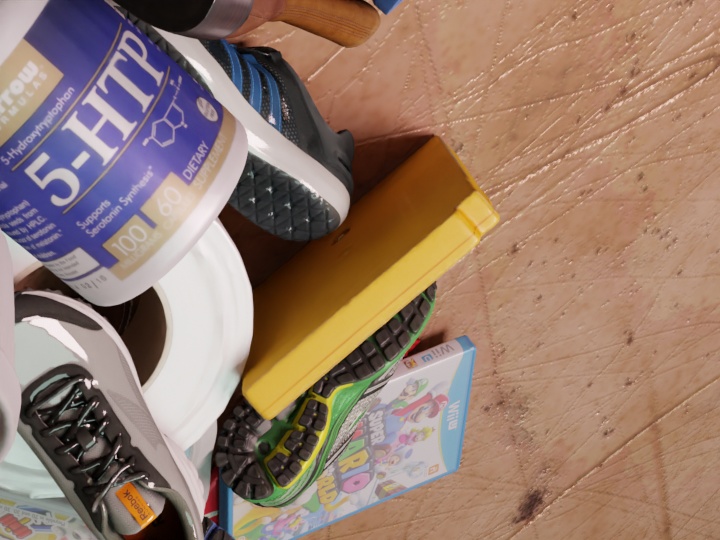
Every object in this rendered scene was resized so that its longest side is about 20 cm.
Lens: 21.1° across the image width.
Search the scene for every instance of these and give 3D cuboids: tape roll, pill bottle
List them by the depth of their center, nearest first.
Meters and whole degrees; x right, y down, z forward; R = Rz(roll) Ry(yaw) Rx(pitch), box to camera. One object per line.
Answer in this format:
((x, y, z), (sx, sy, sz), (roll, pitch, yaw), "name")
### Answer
((-0.163, -0.087, 0.937), (0.120, 0.120, 0.200), (-44, 114, 11), "pill bottle")
((-0.164, 0.024, 1.085), (0.201, 0.071, 0.204), (-8, 116, -17), "tape roll")

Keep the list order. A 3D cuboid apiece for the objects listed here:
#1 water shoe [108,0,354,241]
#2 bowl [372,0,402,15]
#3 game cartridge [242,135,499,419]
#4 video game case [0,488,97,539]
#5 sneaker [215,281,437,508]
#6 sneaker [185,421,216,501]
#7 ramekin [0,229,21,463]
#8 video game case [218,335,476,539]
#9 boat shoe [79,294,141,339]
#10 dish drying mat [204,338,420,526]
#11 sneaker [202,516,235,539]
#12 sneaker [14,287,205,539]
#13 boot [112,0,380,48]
((-0.080, -0.098, 1.089), (0.071, 0.079, 0.200), (-22, 128, 33), "water shoe")
((0.071, -0.217, 1.006), (0.201, 0.039, 0.201), (-45, -176, 4), "bowl")
((0.000, 0.000, 1.167), (0.176, 0.200, 0.032), (-40, 104, 6), "game cartridge")
((-0.238, 0.187, 1.205), (0.199, 0.023, 0.183), (14, 131, 0), "video game case")
((-0.022, 0.071, 1.295), (0.200, 0.078, 0.085), (-50, 163, -9), "sneaker")
((-0.142, 0.104, 1.246), (0.082, 0.074, 0.201), (-23, 141, -22), "sneaker")
((-0.254, 0.021, 0.903), (0.199, 0.106, 0.201), (0, 147, 0), "ramekin")
((-0.010, 0.131, 1.397), (0.199, 0.018, 0.144), (-21, 140, -22), "video game case")
((-0.195, 0.081, 1.180), (0.072, 0.076, 0.200), (16, 118, -45), "boat shoe")
((-0.043, 0.111, 1.378), (0.200, 0.018, 0.077), (-47, 142, 14), "dish drying mat")
((-0.152, 0.196, 1.277), (0.078, 0.199, 0.076), (53, 48, -58), "sneaker")
((-0.138, 0.091, 1.039), (0.074, 0.079, 0.201), (-33, 119, -1), "sneaker")
((-0.094, -0.177, 0.955), (0.069, 0.188, 0.200), (-63, 164, 15), "boot")
